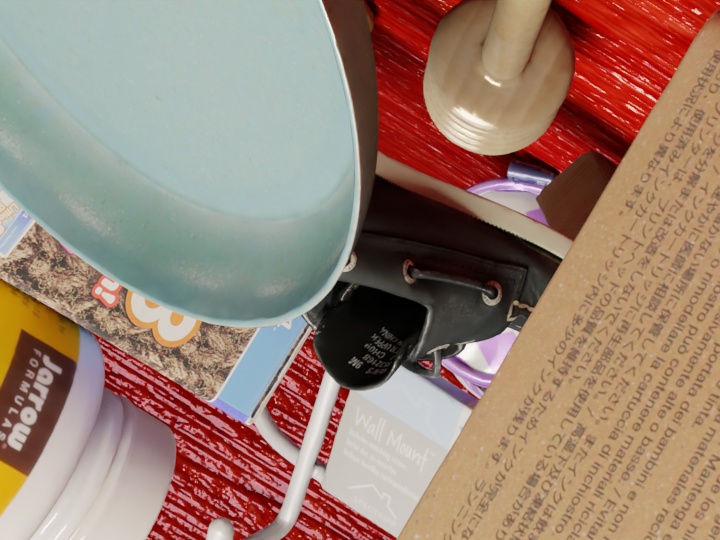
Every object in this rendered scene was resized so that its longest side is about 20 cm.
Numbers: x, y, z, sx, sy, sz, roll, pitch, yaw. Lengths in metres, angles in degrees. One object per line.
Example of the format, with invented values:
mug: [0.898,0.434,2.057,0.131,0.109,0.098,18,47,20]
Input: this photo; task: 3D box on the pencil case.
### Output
pencil case: [0.060,0.014,1.159,0.085,0.084,0.200,8,173,8]

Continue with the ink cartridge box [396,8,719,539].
ink cartridge box: [0.093,0.067,0.584,0.075,0.200,0.165,33,177,-43]

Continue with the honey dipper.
honey dipper: [0.035,-0.058,0.692,0.038,0.038,0.200,31,176,3]

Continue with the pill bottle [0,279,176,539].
pill bottle: [-0.166,0.039,1.028,0.200,0.109,0.109,32,177,-22]

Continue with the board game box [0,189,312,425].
board game box: [-0.117,-0.056,0.964,0.200,0.097,0.159,34,177,-36]

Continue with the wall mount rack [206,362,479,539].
wall mount rack: [0.022,0.059,1.047,0.200,0.174,0.075,31,-149,26]

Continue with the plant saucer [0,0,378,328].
plant saucer: [-0.064,-0.077,0.669,0.200,0.027,0.200,35,148,27]

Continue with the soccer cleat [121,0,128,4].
soccer cleat: [-0.036,-0.087,0.764,0.081,0.068,0.200,7,-178,-21]

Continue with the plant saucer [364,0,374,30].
plant saucer: [-0.089,-0.117,0.954,0.200,0.037,0.200,30,177,2]

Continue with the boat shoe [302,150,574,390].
boat shoe: [0.001,0.000,0.856,0.074,0.066,0.199,13,170,42]

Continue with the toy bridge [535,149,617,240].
toy bridge: [0.135,0.031,0.982,0.200,0.027,0.067,34,-155,-42]
